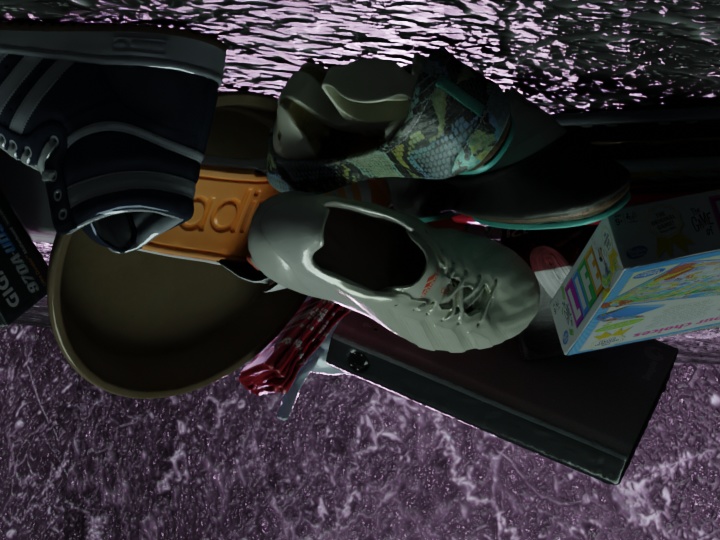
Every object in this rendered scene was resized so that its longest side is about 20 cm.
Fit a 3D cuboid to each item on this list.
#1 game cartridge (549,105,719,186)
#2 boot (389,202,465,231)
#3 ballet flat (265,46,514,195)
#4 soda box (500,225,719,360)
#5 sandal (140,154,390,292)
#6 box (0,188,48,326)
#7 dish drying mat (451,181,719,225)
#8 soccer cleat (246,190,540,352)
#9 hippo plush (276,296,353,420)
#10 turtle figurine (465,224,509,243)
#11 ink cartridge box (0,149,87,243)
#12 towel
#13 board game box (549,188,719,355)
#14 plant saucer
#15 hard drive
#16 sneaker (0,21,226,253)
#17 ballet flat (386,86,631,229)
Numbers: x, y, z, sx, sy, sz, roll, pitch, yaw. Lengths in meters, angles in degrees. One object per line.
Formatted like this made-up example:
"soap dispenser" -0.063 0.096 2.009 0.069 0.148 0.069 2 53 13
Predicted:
"game cartridge" 0.187 -0.063 1.077 0.199 0.042 0.133 1 169 38
"boot" 0.103 -0.027 1.373 0.199 0.076 0.107 -1 177 -39
"ballet flat" -0.003 -0.082 0.972 0.074 0.075 0.199 9 171 -36
"soda box" 0.189 -0.004 1.170 0.198 0.071 0.064 -11 -148 12
"sandal" -0.054 -0.023 1.081 0.206 0.080 0.059 -1 -151 -43
"box" -0.280 -0.042 1.125 0.046 0.160 0.199 -40 -158 -32
"dish drying mat" 0.151 -0.038 1.101 0.199 0.018 0.076 -2 174 43
"soccer cleat" 0.030 0.003 1.023 0.199 0.070 0.077 16 172 -35
"hippo plush" 0.011 0.003 1.571 0.199 0.160 0.161 -11 157 -47
"turtle figurine" 0.174 -0.017 1.259 0.198 0.102 0.150 16 162 -10
"ink cartridge box" -0.147 -0.054 1.187 0.145 0.085 0.199 5 177 44
"towel" 0.000 0.000 1.184 0.022 0.200 0.145 43 169 -4
"board game box" 0.215 -0.009 1.036 0.198 0.034 0.135 -11 160 -12
"plant saucer" -0.100 -0.017 1.110 0.199 0.201 0.029 10 -159 -46
"hard drive" 0.094 0.056 1.213 0.199 0.033 0.140 23 -148 12
"sneaker" -0.164 -0.067 0.964 0.198 0.110 0.070 2 173 25
"ballet flat" 0.066 -0.059 1.020 0.068 0.069 0.199 -33 -163 -26
